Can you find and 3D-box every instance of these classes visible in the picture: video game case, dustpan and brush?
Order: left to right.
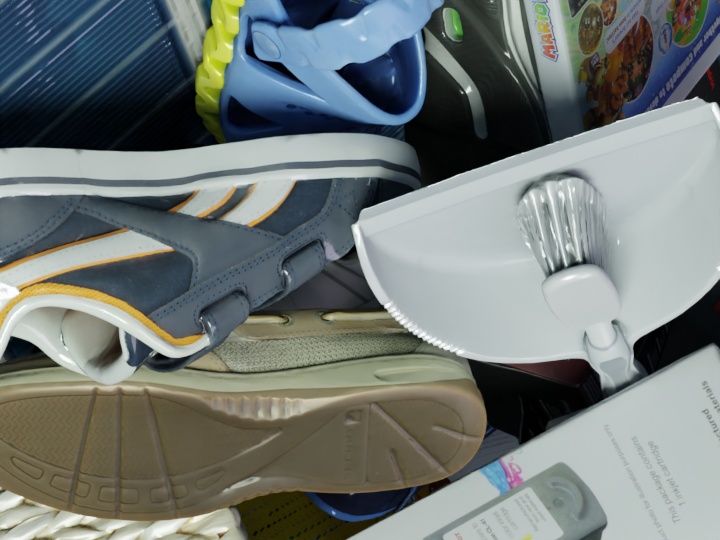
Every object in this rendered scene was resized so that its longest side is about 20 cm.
[{"bbox_3d":[0.087,0.011,0.879,0.138,0.058,0.200,-18,161,9],"label":"dustpan and brush"},{"bbox_3d":[0.099,-0.145,0.869,0.143,0.018,0.201,-49,137,-38],"label":"video game case"}]

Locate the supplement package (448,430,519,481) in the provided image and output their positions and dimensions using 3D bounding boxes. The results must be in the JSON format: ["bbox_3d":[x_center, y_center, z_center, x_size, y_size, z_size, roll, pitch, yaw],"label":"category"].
[{"bbox_3d":[0.090,0.202,1.337,0.117,0.200,0.118,-8,137,-55],"label":"supplement package"}]

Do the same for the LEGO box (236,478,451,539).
[{"bbox_3d":[-0.057,0.174,1.195,0.199,0.077,0.150,-23,148,-43],"label":"LEGO box"}]

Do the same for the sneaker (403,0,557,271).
[{"bbox_3d":[0.074,-0.099,0.916,0.115,0.075,0.202,-36,128,-36],"label":"sneaker"}]

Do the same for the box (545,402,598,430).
[{"bbox_3d":[0.185,0.090,1.076,0.198,0.036,0.145,-19,141,-7],"label":"box"}]

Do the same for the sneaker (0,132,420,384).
[{"bbox_3d":[-0.064,-0.003,0.823,0.199,0.080,0.078,-6,169,-30],"label":"sneaker"}]

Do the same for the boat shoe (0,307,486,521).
[{"bbox_3d":[-0.054,0.046,0.880,0.198,0.065,0.073,-3,131,-11],"label":"boat shoe"}]

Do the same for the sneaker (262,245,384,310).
[{"bbox_3d":[0.000,0.000,1.019,0.200,0.077,0.100,-10,122,-66],"label":"sneaker"}]

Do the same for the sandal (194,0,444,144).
[{"bbox_3d":[-0.012,-0.079,0.850,0.079,0.087,0.200,-44,160,-15],"label":"sandal"}]

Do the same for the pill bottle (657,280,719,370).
[{"bbox_3d":[0.182,0.024,1.205,0.114,0.200,0.114,-37,156,-20],"label":"pill bottle"}]

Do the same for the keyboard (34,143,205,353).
[{"bbox_3d":[-0.103,0.030,0.955,0.104,0.039,0.201,-56,166,-30],"label":"keyboard"}]

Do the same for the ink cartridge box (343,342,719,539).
[{"bbox_3d":[0.084,0.131,0.954,0.199,0.086,0.148,-29,154,2],"label":"ink cartridge box"}]

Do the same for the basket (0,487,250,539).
[{"bbox_3d":[-0.113,0.189,0.952,0.197,0.162,0.200,-20,152,-4],"label":"basket"}]

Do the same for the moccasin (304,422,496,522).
[{"bbox_3d":[0.030,0.063,1.180,0.068,0.081,0.200,-43,175,31],"label":"moccasin"}]

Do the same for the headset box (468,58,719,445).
[{"bbox_3d":[0.106,-0.008,1.090,0.149,0.077,0.201,54,54,-66],"label":"headset box"}]
